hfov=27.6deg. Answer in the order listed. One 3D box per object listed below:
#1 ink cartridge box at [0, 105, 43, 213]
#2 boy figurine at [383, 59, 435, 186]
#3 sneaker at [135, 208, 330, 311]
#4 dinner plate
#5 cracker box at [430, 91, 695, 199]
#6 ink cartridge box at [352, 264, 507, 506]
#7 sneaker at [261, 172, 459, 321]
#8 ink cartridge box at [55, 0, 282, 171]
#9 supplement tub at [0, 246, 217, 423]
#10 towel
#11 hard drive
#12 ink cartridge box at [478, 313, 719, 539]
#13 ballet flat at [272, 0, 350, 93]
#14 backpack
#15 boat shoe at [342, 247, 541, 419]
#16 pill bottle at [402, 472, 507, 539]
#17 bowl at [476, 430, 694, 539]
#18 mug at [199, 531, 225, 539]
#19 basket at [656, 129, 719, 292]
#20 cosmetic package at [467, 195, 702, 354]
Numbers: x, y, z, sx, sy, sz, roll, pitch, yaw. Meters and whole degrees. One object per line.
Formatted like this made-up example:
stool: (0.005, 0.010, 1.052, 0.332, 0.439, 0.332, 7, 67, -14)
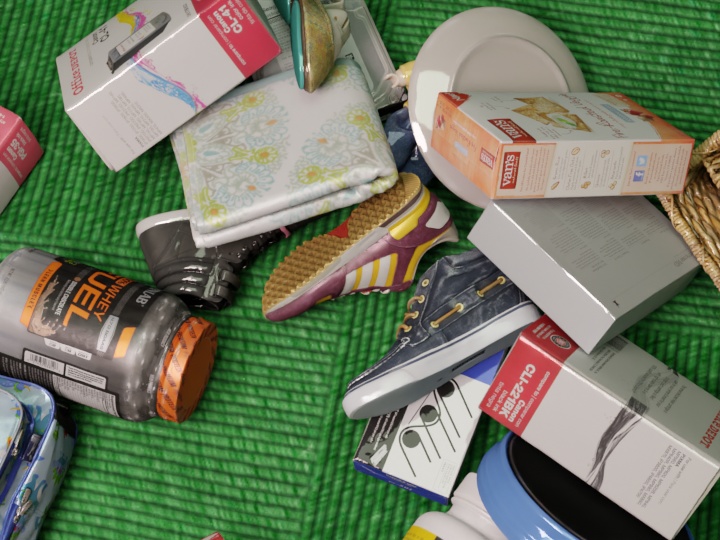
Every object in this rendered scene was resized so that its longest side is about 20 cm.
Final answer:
ink cartridge box: (-0.430, -0.083, 1.427, 0.146, 0.083, 0.201, 28, 74, 13)
boy figurine: (0.074, -0.157, 1.423, 0.124, 0.064, 0.200, 43, 73, -19)
sneaker: (-0.111, -0.016, 1.393, 0.198, 0.071, 0.100, -13, 72, 4)
dinner plate: (0.140, -0.156, 1.400, 0.199, 0.024, 0.202, 2, 84, -22)
cracker box: (0.180, -0.116, 1.322, 0.199, 0.058, 0.134, -4, 26, -23)
ink cartridge box: (0.073, 0.104, 1.346, 0.093, 0.044, 0.201, 20, 72, 9)
sneaker: (0.000, 0.000, 1.375, 0.199, 0.090, 0.075, -36, 29, 15)
ink cartridge box: (-0.185, -0.206, 1.399, 0.199, 0.086, 0.148, -34, 31, 4)
supplement tub: (-0.240, 0.063, 1.341, 0.199, 0.123, 0.123, 18, 72, 9)
towel: (-0.076, -0.111, 1.368, 0.199, 0.048, 0.172, -18, 49, 1)
hard drive: (-0.050, -0.225, 1.479, 0.139, 0.038, 0.201, -21, 69, -4)
ink cartridge box: (0.222, 0.125, 1.268, 0.199, 0.144, 0.084, 33, 112, 14)
ballet flat: (-0.043, -0.242, 1.403, 0.070, 0.071, 0.201, -15, 43, -2)
backpack: (-0.369, 0.185, 1.293, 0.182, 0.147, 0.201, 14, 74, 11)
boat shoe: (0.057, 0.054, 1.307, 0.199, 0.071, 0.091, -27, 72, -15)
pill bottle: (0.070, 0.277, 1.249, 0.111, 0.111, 0.200, 32, 75, 14)
bowl: (0.193, 0.203, 1.229, 0.200, 0.200, 0.040, 36, 113, 15)
mug: (-0.173, 0.336, 1.256, 0.199, 0.178, 0.133, -31, 35, -12)
basket: (0.392, -0.052, 1.310, 0.148, 0.143, 0.201, -18, 68, -27)
cosmetic package: (0.209, -0.021, 1.319, 0.151, 0.052, 0.200, 43, 37, 18)
